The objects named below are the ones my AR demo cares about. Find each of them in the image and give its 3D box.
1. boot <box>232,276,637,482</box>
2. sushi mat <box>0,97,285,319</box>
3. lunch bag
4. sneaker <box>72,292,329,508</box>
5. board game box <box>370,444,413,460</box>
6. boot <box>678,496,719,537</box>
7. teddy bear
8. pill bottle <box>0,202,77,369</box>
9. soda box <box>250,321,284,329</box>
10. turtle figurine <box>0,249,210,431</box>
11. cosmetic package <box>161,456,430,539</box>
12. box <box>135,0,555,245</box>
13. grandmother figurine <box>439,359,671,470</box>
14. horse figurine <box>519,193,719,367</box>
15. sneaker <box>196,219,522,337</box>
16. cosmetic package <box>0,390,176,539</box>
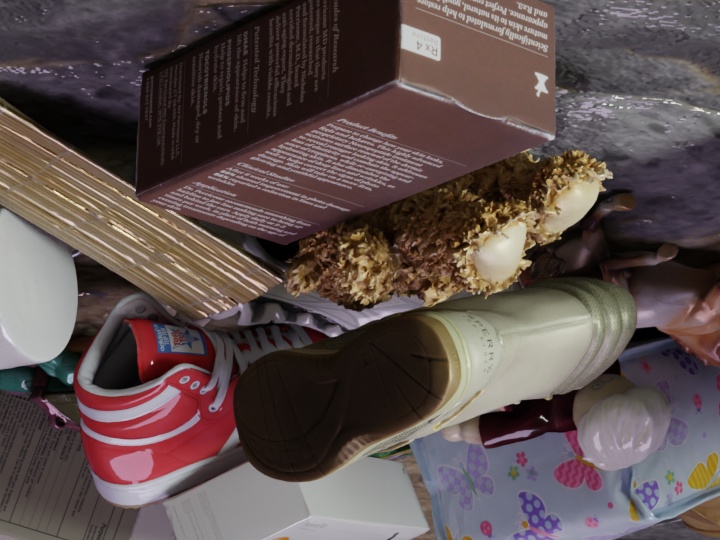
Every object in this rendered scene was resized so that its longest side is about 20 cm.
[{"bbox_3d":[0.038,0.055,1.608,0.154,0.072,0.200,-13,173,-39],"label":"boot"},{"bbox_3d":[-0.139,-0.032,1.569,0.200,0.012,0.096,32,149,-27],"label":"sushi mat"},{"bbox_3d":[0.152,0.100,1.850,0.169,0.128,0.200,-18,175,41],"label":"lunch bag"},{"bbox_3d":[-0.068,0.049,1.680,0.200,0.071,0.113,-27,138,-12],"label":"sneaker"},{"bbox_3d":[-0.010,0.116,1.883,0.200,0.024,0.105,-13,170,-43],"label":"board game box"},{"bbox_3d":[0.249,0.139,2.056,0.175,0.066,0.200,-12,156,31],"label":"boot"},{"bbox_3d":[0.038,-0.027,1.513,0.145,0.067,0.200,-35,-166,-14],"label":"teddy bear"},{"bbox_3d":[-0.264,0.018,1.656,0.199,0.110,0.110,-8,159,25],"label":"pill bottle"},{"bbox_3d":[-0.081,0.089,1.926,0.071,0.064,0.200,13,158,-32],"label":"soda box"},{"bbox_3d":[-0.166,0.045,1.762,0.200,0.101,0.150,-9,159,42],"label":"turtle figurine"},{"bbox_3d":[-0.033,0.144,1.752,0.082,0.051,0.200,-29,164,16],"label":"cosmetic package"},{"bbox_3d":[-0.010,-0.079,1.427,0.100,0.075,0.200,17,157,-38],"label":"box"},{"bbox_3d":[0.096,0.063,1.693,0.200,0.121,0.061,21,143,49],"label":"grandmother figurine"},{"bbox_3d":[0.166,0.007,1.703,0.199,0.050,0.133,9,154,-25],"label":"horse figurine"},{"bbox_3d":[0.000,0.000,1.656,0.199,0.075,0.081,10,147,-15],"label":"sneaker"},{"bbox_3d":[-0.209,0.123,1.881,0.199,0.104,0.073,16,166,20],"label":"cosmetic package"}]
